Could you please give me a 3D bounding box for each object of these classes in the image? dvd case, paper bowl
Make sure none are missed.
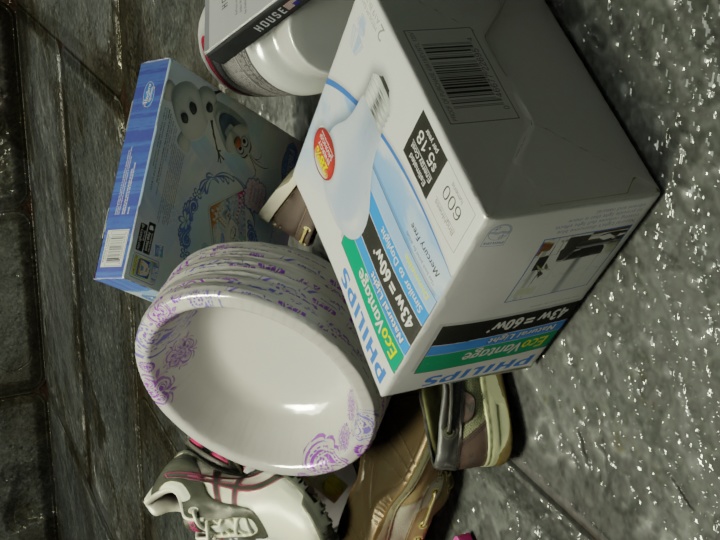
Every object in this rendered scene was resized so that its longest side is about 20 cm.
[{"bbox_3d":[-0.050,-0.268,0.904,0.200,0.025,0.151,-28,52,36],"label":"dvd case"},{"bbox_3d":[-0.067,0.060,0.917,0.104,0.200,0.201,-63,-7,-45],"label":"paper bowl"}]

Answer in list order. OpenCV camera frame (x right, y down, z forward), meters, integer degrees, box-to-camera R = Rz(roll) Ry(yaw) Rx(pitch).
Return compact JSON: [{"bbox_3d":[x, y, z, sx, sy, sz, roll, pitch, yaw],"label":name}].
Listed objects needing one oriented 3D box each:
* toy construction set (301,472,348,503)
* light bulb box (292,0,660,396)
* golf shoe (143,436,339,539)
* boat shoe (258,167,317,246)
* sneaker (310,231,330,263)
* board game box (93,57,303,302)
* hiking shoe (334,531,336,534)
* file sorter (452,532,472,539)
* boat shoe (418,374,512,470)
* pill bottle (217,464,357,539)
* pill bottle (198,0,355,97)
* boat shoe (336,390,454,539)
[{"bbox_3d":[-0.062,0.113,1.058,0.200,0.131,0.092,52,173,-12],"label":"toy construction set"},{"bbox_3d":[0.061,-0.057,0.759,0.200,0.124,0.199,115,140,-50],"label":"light bulb box"},{"bbox_3d":[-0.104,0.213,1.024,0.200,0.088,0.077,14,134,43],"label":"golf shoe"},{"bbox_3d":[-0.023,-0.087,1.018,0.059,0.072,0.200,39,139,-5],"label":"boat shoe"},{"bbox_3d":[0.000,0.000,0.967,0.082,0.074,0.200,-70,-9,-47],"label":"sneaker"},{"bbox_3d":[-0.139,-0.059,1.059,0.043,0.199,0.201,-1,72,36],"label":"board game box"},{"bbox_3d":[-0.033,0.279,1.049,0.200,0.074,0.087,54,-166,-62],"label":"hiking shoe"},{"bbox_3d":[0.032,0.333,0.953,0.200,0.125,0.139,112,143,-49],"label":"file sorter"},{"bbox_3d":[0.059,0.051,0.869,0.072,0.066,0.201,134,125,-65],"label":"boat shoe"},{"bbox_3d":[-0.078,0.239,1.183,0.200,0.116,0.116,129,128,-59],"label":"pill bottle"},{"bbox_3d":[-0.061,-0.206,1.001,0.200,0.110,0.111,-163,67,-64],"label":"pill bottle"},{"bbox_3d":[0.039,0.173,0.958,0.074,0.066,0.200,59,136,44],"label":"boat shoe"}]
